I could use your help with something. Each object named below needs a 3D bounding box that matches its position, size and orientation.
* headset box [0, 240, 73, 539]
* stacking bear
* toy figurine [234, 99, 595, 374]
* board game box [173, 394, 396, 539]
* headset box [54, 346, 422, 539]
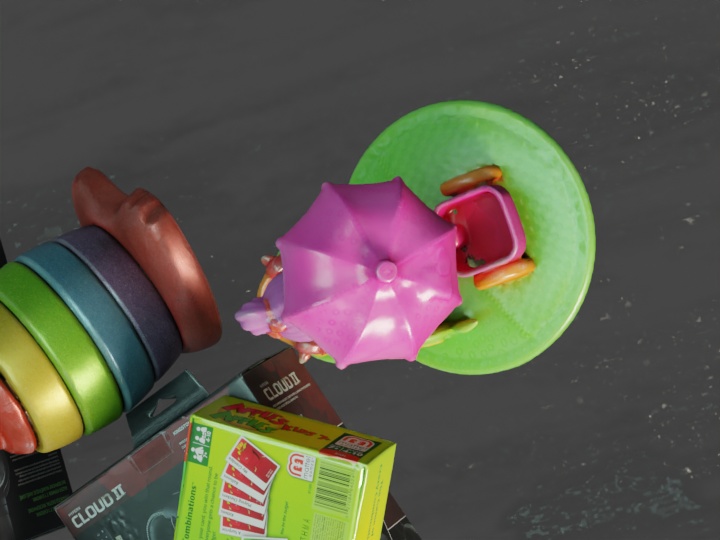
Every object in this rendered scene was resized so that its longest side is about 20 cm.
[{"bbox_3d":[-0.279,0.093,1.601,0.174,0.093,0.201,-15,90,26],"label":"headset box"},{"bbox_3d":[-0.185,0.050,1.491,0.121,0.200,0.114,22,144,60],"label":"stacking bear"},{"bbox_3d":[0.000,0.000,1.414,0.200,0.184,0.151,-20,88,26],"label":"toy figurine"},{"bbox_3d":[-0.050,0.178,1.444,0.101,0.048,0.201,15,106,18],"label":"board game box"},{"bbox_3d":[-0.061,0.152,1.510,0.149,0.077,0.200,-36,86,24],"label":"headset box"}]
